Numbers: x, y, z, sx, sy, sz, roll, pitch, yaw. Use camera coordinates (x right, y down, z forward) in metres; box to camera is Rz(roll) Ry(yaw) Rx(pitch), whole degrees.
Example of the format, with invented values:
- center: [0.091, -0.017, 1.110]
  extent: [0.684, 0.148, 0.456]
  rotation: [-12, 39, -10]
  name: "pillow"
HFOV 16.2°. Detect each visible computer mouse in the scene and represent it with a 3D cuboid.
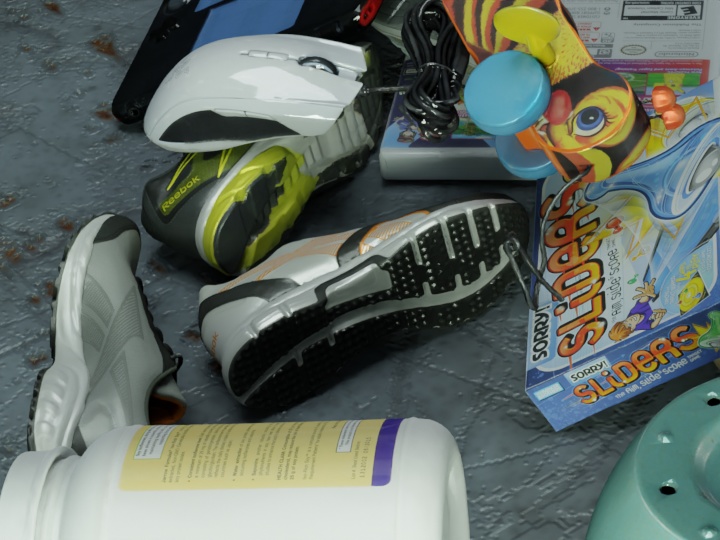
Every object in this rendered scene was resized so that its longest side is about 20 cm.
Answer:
- center: [-0.036, -0.108, 1.439]
  extent: [0.199, 0.044, 0.110]
  rotation: [-6, 43, 17]
  name: "computer mouse"

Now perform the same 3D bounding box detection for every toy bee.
- center: [0.117, -0.086, 1.365]
  extent: [0.108, 0.131, 0.201]
  rotation: [-21, 77, 12]
  name: "toy bee"

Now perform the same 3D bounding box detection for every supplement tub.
- center: [-0.054, 0.141, 1.146]
  extent: [0.198, 0.146, 0.146]
  rotation: [-2, 37, 9]
  name: "supplement tub"

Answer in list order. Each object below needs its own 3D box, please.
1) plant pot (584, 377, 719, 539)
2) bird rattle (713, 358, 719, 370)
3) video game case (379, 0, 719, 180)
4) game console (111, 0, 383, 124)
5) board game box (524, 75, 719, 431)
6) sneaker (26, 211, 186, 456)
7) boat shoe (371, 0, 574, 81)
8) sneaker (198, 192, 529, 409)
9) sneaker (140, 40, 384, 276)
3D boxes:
- center: [0.182, 0.141, 1.088]
  extent: [0.199, 0.162, 0.201]
  rotation: [-6, 36, 4]
  name: "plant pot"
- center: [0.251, -0.001, 1.320]
  extent: [0.162, 0.113, 0.200]
  rotation: [-26, 34, 4]
  name: "bird rattle"
- center: [0.122, -0.114, 1.553]
  extent: [0.198, 0.023, 0.183]
  rotation: [1, 38, 11]
  name: "video game case"
- center: [-0.055, -0.176, 1.598]
  extent: [0.199, 0.031, 0.177]
  rotation: [-19, 28, 31]
  name: "game console"
- center: [0.156, -0.014, 1.357]
  extent: [0.135, 0.035, 0.201]
  rotation: [-27, 30, 23]
  name: "board game box"
- center: [-0.130, 0.049, 1.354]
  extent: [0.079, 0.074, 0.201]
  rotation: [2, 43, -1]
  name: "sneaker"
- center: [0.065, -0.147, 1.546]
  extent: [0.074, 0.065, 0.202]
  rotation: [-46, 43, -15]
  name: "boat shoe"
- center: [0.000, 0.000, 1.383]
  extent: [0.199, 0.074, 0.080]
  rotation: [-23, 37, -19]
  name: "sneaker"
- center: [-0.057, -0.078, 1.495]
  extent: [0.084, 0.075, 0.200]
  rotation: [15, 42, 28]
  name: "sneaker"
